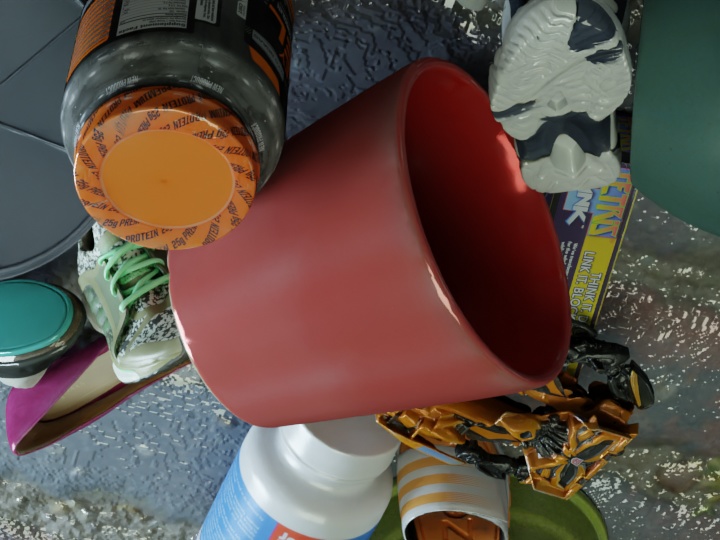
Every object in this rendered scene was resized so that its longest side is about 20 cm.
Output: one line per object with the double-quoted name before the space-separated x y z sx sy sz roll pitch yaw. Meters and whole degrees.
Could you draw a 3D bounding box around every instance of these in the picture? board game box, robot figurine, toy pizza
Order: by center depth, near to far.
"toy pizza" -0.233 -0.092 1.156 0.200 0.032 0.201 -1 92 -20
"board game box" 0.079 -0.018 1.263 0.165 0.057 0.200 7 131 -7
"robot figurine" 0.092 0.085 1.276 0.200 0.058 0.145 26 127 -20

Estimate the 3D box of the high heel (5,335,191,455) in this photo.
"high heel" -0.147 0.063 1.312 0.200 0.096 0.067 -14 129 14

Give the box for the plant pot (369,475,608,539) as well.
"plant pot" 0.088 0.273 1.430 0.200 0.184 0.201 1 132 1

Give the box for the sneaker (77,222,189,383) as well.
"sneaker" -0.144 0.006 1.217 0.077 0.200 0.089 -31 115 -14

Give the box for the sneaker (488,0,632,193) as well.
"sneaker" 0.112 -0.139 1.098 0.079 0.130 0.199 -8 157 12

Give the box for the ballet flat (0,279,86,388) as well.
"ballet flat" -0.251 0.043 1.305 0.200 0.068 0.068 1 147 31

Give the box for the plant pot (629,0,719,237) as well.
"plant pot" 0.236 -0.103 1.101 0.161 0.201 0.201 6 132 11

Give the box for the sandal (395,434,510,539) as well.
"sandal" 0.068 0.182 1.340 0.079 0.207 0.059 -7 155 3

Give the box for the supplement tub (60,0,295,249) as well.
"supplement tub" -0.100 -0.111 1.090 0.122 0.200 0.123 1 132 1

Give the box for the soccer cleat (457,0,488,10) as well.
"soccer cleat" 0.061 -0.238 1.069 0.077 0.069 0.200 8 124 1

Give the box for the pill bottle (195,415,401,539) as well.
"pill bottle" -0.043 0.165 1.388 0.112 0.112 0.200 16 130 -12

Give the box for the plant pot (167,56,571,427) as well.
"plant pot" 0.000 0.000 1.127 0.177 0.201 0.200 -21 127 25
